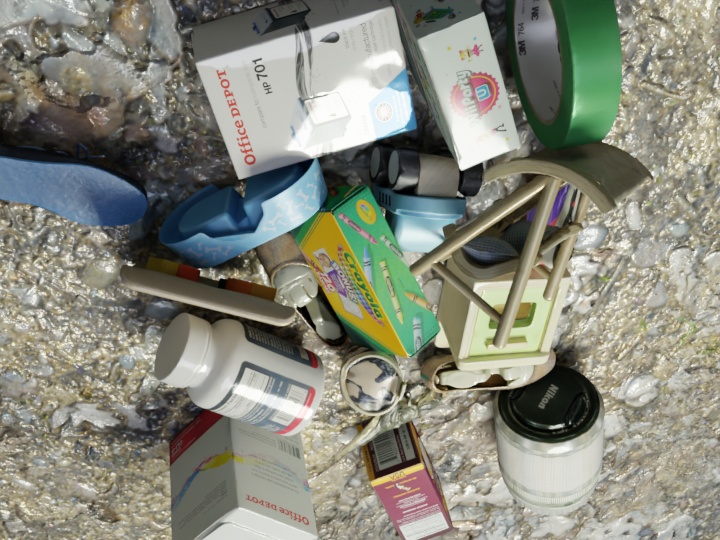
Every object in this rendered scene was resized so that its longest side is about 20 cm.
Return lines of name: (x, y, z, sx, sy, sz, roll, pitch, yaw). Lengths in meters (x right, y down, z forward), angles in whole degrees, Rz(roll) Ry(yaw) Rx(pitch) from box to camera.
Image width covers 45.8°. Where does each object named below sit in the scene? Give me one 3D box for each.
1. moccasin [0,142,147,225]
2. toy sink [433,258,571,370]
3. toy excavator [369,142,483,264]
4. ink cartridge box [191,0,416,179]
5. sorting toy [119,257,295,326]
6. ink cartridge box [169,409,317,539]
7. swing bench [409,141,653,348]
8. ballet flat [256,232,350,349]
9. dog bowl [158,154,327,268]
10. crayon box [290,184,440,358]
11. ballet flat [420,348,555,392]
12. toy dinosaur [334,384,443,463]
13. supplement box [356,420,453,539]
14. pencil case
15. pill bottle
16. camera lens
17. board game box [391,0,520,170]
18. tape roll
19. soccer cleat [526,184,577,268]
moccasin: (-0.324, -0.106, 0.903, 0.199, 0.068, 0.081, 17, 116, -27)
toy sink: (0.182, 0.058, 1.134, 0.130, 0.112, 0.200, -2, 130, -12)
toy excavator: (0.054, -0.047, 1.011, 0.100, 0.194, 0.201, 4, 100, -17)
ink cartridge box: (-0.056, -0.197, 0.879, 0.199, 0.086, 0.147, -17, 131, -1)
sorting toy: (-0.171, 0.017, 0.960, 0.185, 0.200, 0.037, 15, 89, -12)
ink cartridge box: (-0.169, 0.307, 1.198, 0.145, 0.200, 0.145, 33, 115, -33)
swing bench: (0.189, -0.053, 0.914, 0.200, 0.130, 0.199, -57, 164, 27)
ballet flat: (-0.063, 0.030, 1.068, 0.068, 0.067, 0.200, -27, 130, 14)
dog bowl: (-0.126, -0.067, 0.942, 0.199, 0.112, 0.050, -24, 121, 13)
crayon box: (0.000, 0.000, 0.987, 0.058, 0.119, 0.200, -38, 113, -25)
ballet flat: (0.187, 0.146, 1.220, 0.199, 0.067, 0.068, -10, 95, 0)
toy dinosaur: (0.031, 0.205, 1.252, 0.200, 0.047, 0.088, -31, 112, 0)
supplement box: (0.072, 0.326, 1.333, 0.085, 0.111, 0.200, -21, 131, 4)
pencil case: (0.017, 0.134, 1.108, 0.089, 0.200, 0.078, 5, 91, 1)
pill bottle: (-0.157, 0.130, 1.106, 0.200, 0.120, 0.120, 27, 119, -30)
camera lens: (0.285, 0.254, 1.291, 0.159, 0.160, 0.200, -14, 131, -2)
board game box: (0.079, -0.215, 0.820, 0.064, 0.200, 0.148, -21, 132, 6)
tape roll: (0.196, -0.222, 0.842, 0.048, 0.201, 0.201, -11, 131, -4)
soccer cleat: (0.238, -0.104, 1.033, 0.068, 0.073, 0.201, -8, 115, -53)
